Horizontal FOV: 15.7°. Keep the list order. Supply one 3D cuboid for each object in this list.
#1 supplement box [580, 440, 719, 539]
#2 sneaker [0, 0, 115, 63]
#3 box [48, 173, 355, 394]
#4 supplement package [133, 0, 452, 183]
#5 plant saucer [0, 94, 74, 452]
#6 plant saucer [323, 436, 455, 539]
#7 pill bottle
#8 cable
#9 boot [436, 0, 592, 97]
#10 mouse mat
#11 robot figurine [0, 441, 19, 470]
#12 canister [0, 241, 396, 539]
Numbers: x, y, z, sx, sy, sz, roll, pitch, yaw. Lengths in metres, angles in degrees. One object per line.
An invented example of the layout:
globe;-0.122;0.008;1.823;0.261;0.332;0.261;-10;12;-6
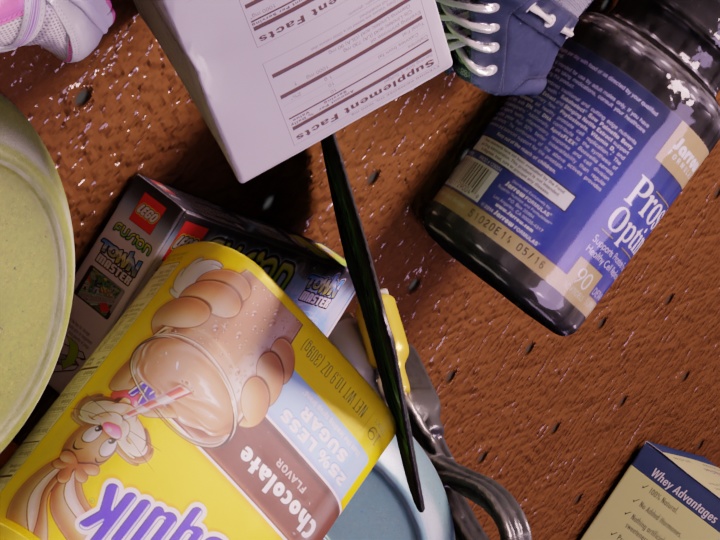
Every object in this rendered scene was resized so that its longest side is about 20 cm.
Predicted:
supplement box;0.256;0.271;1.974;0.201;0.200;0.134;-57;153;8
sneaker;-0.175;-0.109;0.989;0.199;0.081;0.089;19;107;-54
box;-0.080;0.023;1.332;0.110;0.035;0.200;-58;153;7
supplement package;-0.047;-0.149;1.073;0.109;0.114;0.200;-29;150;-5
plant saucer;-0.185;0.018;1.103;0.199;0.031;0.202;-27;126;-46
plant saucer;-0.043;0.156;1.336;0.201;0.200;0.027;-53;-163;0
pill bottle;0.133;-0.073;1.478;0.200;0.112;0.112;-53;153;-1
cable;0.023;0.097;1.411;0.050;0.201;0.097;2;135;-32
boot;0.063;-0.136;1.332;0.200;0.072;0.091;4;113;-60
mouse mat;0.000;0.000;1.280;0.007;0.201;0.161;-15;141;-3
robot figurine;-0.243;0.124;1.161;0.199;0.058;0.146;-19;134;-49
canister;-0.088;0.105;1.199;0.149;0.086;0.200;47;62;-20
